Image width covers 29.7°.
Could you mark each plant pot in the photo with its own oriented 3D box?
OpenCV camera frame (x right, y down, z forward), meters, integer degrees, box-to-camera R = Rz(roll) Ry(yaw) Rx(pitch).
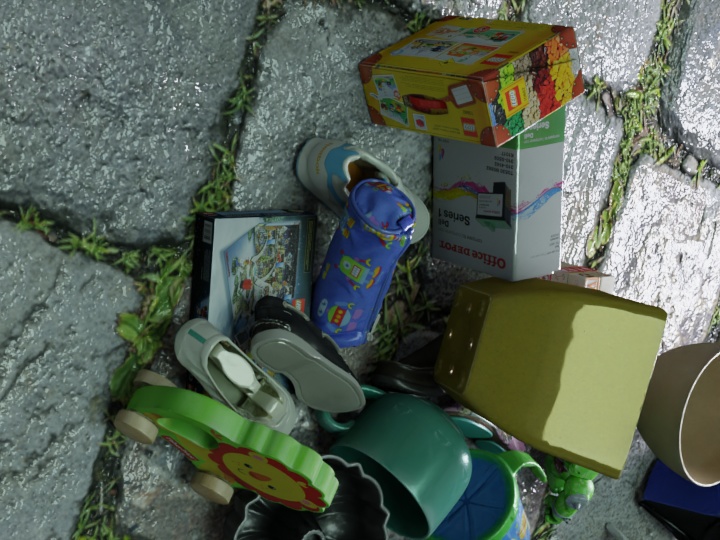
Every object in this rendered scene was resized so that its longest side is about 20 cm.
[{"bbox_3d":[0.464,0.190,1.943,0.199,0.134,0.203,-14,111,-38],"label":"plant pot"},{"bbox_3d":[0.199,0.101,1.556,0.197,0.195,0.197,16,92,-15],"label":"plant pot"}]

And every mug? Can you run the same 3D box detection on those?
[{"bbox_3d":[0.048,0.205,1.568,0.114,0.151,0.186,-45,126,-27],"label":"mug"}]

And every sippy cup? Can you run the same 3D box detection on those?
[{"bbox_3d":[0.152,0.314,1.713,0.131,0.176,0.141,52,29,-48],"label":"sippy cup"}]

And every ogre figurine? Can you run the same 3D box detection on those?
[{"bbox_3d":[0.291,0.244,1.813,0.097,0.120,0.201,33,87,-5],"label":"ogre figurine"}]

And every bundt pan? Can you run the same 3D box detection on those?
[{"bbox_3d":[-0.069,0.294,1.525,0.199,0.076,0.205,-6,103,-28],"label":"bundt pan"}]

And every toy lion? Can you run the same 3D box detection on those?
[{"bbox_3d":[-0.124,0.181,1.371,0.200,0.190,0.069,46,58,-35],"label":"toy lion"}]

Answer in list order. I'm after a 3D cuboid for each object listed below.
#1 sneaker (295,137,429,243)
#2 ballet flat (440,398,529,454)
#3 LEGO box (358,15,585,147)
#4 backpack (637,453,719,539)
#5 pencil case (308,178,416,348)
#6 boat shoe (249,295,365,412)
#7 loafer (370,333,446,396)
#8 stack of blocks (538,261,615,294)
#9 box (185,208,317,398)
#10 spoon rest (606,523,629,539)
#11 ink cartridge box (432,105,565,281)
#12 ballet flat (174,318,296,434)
[{"bbox_3d":[0.017,-0.078,1.510,0.199,0.080,0.077,30,80,-43],"label":"sneaker"},{"bbox_3d":[0.158,0.192,1.728,0.200,0.068,0.072,39,58,-45],"label":"ballet flat"},{"bbox_3d":[0.121,-0.211,1.484,0.148,0.199,0.078,-32,121,-30],"label":"LEGO box"},{"bbox_3d":[0.549,0.348,2.045,0.200,0.161,0.169,48,67,-37],"label":"backpack"},{"bbox_3d":[0.000,0.000,1.462,0.078,0.086,0.201,-42,160,-47],"label":"pencil case"},{"bbox_3d":[-0.055,0.094,1.454,0.200,0.073,0.061,40,37,-47],"label":"boat shoe"},{"bbox_3d":[0.088,0.112,1.641,0.198,0.072,0.073,2,91,-47],"label":"loafer"},{"bbox_3d":[0.253,0.094,1.743,0.058,0.114,0.203,-3,104,-40],"label":"stack of blocks"},{"bbox_3d":[-0.117,0.038,1.452,0.135,0.037,0.203,-4,104,-41],"label":"box"},{"bbox_3d":[0.340,0.469,1.961,0.099,0.060,0.202,40,74,-40],"label":"spoon rest"},{"bbox_3d":[0.159,-0.102,1.586,0.083,0.144,0.203,-13,110,-38],"label":"ink cartridge box"},{"bbox_3d":[-0.118,0.124,1.405,0.070,0.069,0.200,-54,130,-16],"label":"ballet flat"}]
